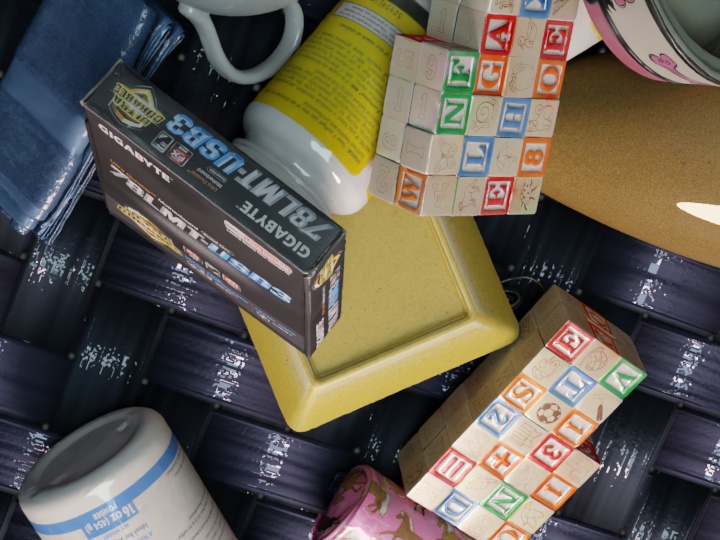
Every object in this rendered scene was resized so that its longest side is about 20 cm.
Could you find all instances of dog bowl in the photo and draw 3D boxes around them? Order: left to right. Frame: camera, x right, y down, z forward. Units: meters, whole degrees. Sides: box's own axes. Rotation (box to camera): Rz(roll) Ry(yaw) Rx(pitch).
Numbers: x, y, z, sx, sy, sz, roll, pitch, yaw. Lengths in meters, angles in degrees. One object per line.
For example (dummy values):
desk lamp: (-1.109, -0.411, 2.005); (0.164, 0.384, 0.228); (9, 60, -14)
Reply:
dog bowl: (0.228, -0.220, 1.237); (0.199, 0.074, 0.201); (6, 80, -41)

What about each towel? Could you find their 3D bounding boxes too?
towel: (-0.217, -0.130, 1.302); (0.048, 0.112, 0.200); (5, 122, -56)

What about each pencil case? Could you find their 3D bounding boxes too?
pencil case: (0.056, 0.241, 1.462); (0.200, 0.086, 0.083); (34, 85, -16)

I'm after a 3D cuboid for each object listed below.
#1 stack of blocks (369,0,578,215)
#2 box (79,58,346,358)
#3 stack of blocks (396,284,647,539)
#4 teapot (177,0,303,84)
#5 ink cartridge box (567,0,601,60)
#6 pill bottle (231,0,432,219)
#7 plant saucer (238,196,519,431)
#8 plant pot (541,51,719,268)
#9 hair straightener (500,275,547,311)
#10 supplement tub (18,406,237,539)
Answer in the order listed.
stack of blocks: (0.083, -0.143, 1.245); (0.115, 0.058, 0.201); (-2, 109, -40)
box: (-0.100, -0.037, 1.249); (0.200, 0.199, 0.050); (36, 75, 9)
stack of blocks: (0.138, 0.124, 1.427); (0.115, 0.059, 0.200); (33, 110, -23)
teapot: (-0.064, -0.266, 1.264); (0.146, 0.198, 0.200); (4, 151, -47)
ink cartridge box: (0.144, -0.223, 1.328); (0.200, 0.067, 0.117); (-32, 109, 1)
pill bottle: (-0.014, -0.114, 1.304); (0.114, 0.114, 0.200); (44, 77, -18)
plant saucer: (0.000, 0.000, 1.371); (0.199, 0.048, 0.201); (-23, 91, -2)
plant pot: (0.231, -0.096, 1.356); (0.199, 0.186, 0.187); (8, 105, 5)
hair straightener: (0.076, 0.029, 1.423); (0.199, 0.041, 0.077); (7, 104, -5)
supplement tub: (-0.167, 0.221, 1.396); (0.132, 0.132, 0.201); (-29, 108, 0)
